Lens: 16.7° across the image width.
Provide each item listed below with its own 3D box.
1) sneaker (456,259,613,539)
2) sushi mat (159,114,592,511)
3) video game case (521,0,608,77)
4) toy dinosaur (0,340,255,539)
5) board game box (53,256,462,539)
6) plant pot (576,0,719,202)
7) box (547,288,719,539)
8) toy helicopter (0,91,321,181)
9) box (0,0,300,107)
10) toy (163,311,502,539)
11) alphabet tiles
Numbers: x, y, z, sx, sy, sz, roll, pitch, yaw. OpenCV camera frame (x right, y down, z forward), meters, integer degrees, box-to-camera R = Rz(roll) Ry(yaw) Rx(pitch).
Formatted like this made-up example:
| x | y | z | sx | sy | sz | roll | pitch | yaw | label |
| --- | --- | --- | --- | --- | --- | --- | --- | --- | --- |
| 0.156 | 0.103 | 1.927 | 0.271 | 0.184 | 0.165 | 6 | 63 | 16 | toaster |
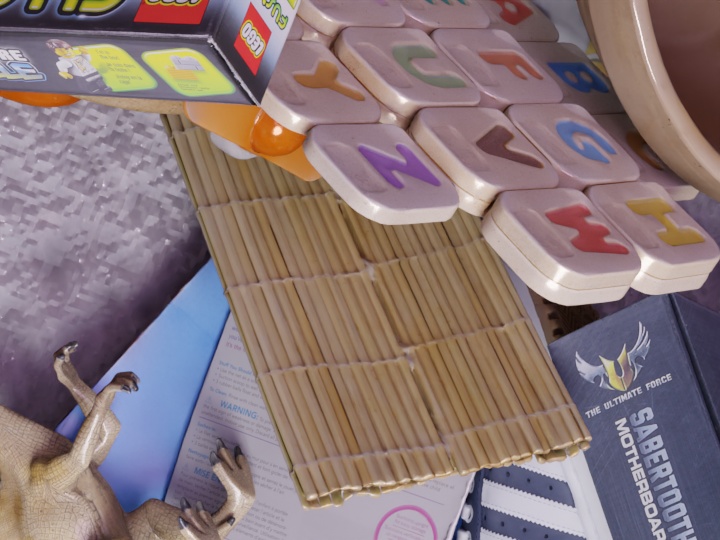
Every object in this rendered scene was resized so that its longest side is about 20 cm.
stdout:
| x | y | z | sx | sy | sz | roll | pitch | yaw | label |
| --- | --- | --- | --- | --- | --- | --- | --- | --- | --- |
| 0.052 | 0.092 | 0.860 | 0.108 | 0.070 | 0.201 | -25 | 73 | 21 | sneaker |
| 0.000 | 0.000 | 0.825 | 0.095 | 0.200 | 0.012 | -8 | 134 | -15 | sushi mat |
| 0.170 | -0.124 | 0.943 | 0.199 | 0.023 | 0.183 | 21 | 89 | -19 | video game case |
| -0.084 | 0.099 | 0.827 | 0.101 | 0.058 | 0.200 | -33 | 81 | 24 | toy dinosaur |
| -0.019 | 0.065 | 0.895 | 0.158 | 0.039 | 0.200 | 44 | 79 | -15 | board game box |
| 0.139 | -0.122 | 0.861 | 0.200 | 0.093 | 0.202 | -7 | 102 | -34 | plant pot |
| 0.146 | 0.101 | 0.850 | 0.051 | 0.200 | 0.158 | -26 | 67 | 21 | box |
| -0.030 | -0.076 | 0.835 | 0.199 | 0.132 | 0.079 | 2 | 119 | -32 | toy helicopter |
| -0.106 | -0.110 | 0.762 | 0.035 | 0.199 | 0.110 | 54 | 49 | -52 | box |
| -0.023 | 0.121 | 0.838 | 0.047 | 0.115 | 0.201 | 31 | 79 | -57 | toy |
| 0.029 | -0.063 | 0.805 | 0.195 | 0.200 | 0.015 | -5 | 136 | -52 | alphabet tiles |
